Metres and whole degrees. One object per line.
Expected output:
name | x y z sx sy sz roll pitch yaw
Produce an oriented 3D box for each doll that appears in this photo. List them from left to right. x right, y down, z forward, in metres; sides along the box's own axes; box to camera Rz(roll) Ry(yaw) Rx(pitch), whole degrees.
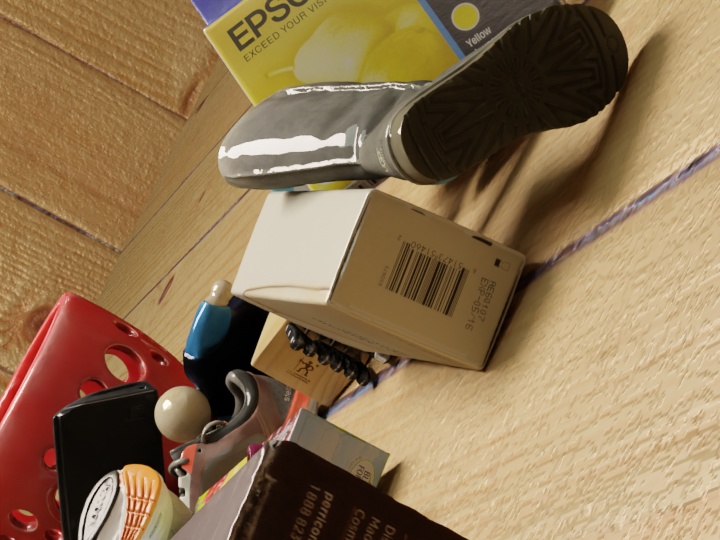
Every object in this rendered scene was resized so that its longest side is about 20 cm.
doll | -0.078 0.055 1.686 0.048 0.137 0.200 8 40 35

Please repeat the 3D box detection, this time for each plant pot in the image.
plant pot | -0.197 0.143 1.819 0.201 0.182 0.200 -58 12 19

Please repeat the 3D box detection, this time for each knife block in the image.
knife block | 0.000 0.000 1.581 0.176 0.064 0.200 -50 15 43

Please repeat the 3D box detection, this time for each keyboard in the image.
keyboard | -0.156 0.168 1.704 0.021 0.127 0.200 -125 30 -55

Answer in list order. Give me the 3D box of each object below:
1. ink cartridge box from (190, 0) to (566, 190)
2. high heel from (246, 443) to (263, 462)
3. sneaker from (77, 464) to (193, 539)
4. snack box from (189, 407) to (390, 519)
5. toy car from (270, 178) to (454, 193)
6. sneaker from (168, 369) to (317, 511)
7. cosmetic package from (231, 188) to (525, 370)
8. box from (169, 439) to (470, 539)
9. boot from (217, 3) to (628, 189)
ink cartridge box | 0.005 -0.172 1.487 0.198 0.200 0.047 -37 -11 7
high heel | -0.058 0.195 1.250 0.200 0.096 0.067 -65 11 -21
sneaker | -0.152 0.231 1.506 0.076 0.092 0.200 9 67 41
snack box | -0.071 0.193 1.401 0.169 0.068 0.200 -67 10 -27
toy car | -0.008 -0.171 1.571 0.177 0.200 0.184 -18 29 30
sneaker | -0.104 0.158 1.608 0.200 0.082 0.077 -65 11 -20
cosmetic package | 0.006 0.003 1.370 0.073 0.103 0.200 -69 16 -7
box | -0.025 0.198 0.897 0.200 0.164 0.166 -46 18 55
boot | 0.034 -0.094 1.362 0.182 0.073 0.200 -24 7 -27
